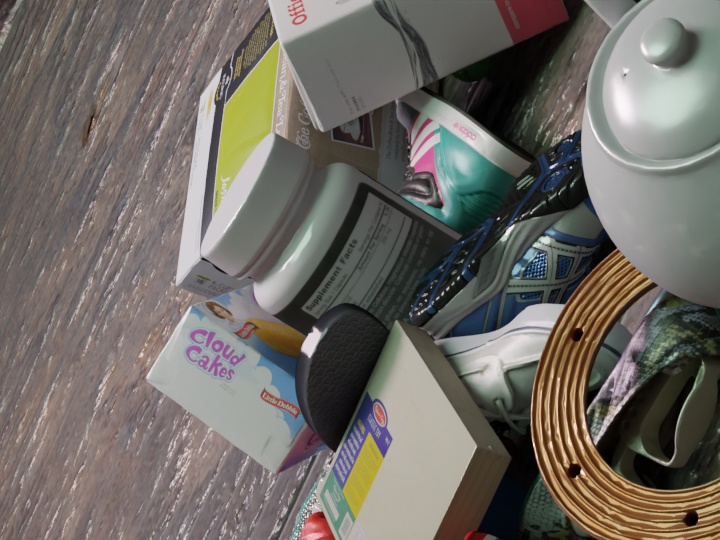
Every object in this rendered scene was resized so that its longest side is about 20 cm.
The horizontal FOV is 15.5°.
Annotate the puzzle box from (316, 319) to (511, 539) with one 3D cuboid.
[{"bbox_3d":[0.029,0.126,1.607,0.134,0.025,0.200,-66,20,15],"label":"puzzle box"}]

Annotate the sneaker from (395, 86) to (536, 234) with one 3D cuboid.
[{"bbox_3d":[0.051,-0.059,1.902,0.121,0.083,0.200,-58,22,4],"label":"sneaker"}]

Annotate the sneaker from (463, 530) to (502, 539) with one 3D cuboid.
[{"bbox_3d":[0.100,0.210,1.454,0.079,0.115,0.200,-67,19,10],"label":"sneaker"}]

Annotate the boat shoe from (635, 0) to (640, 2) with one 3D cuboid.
[{"bbox_3d":[0.183,-0.234,1.712,0.084,0.068,0.201,-54,25,36],"label":"boat shoe"}]

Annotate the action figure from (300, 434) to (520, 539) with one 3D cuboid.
[{"bbox_3d":[0.035,0.182,1.748,0.199,0.099,0.066,-26,40,31],"label":"action figure"}]

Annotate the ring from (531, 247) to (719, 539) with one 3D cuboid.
[{"bbox_3d":[0.181,0.060,1.420,0.199,0.019,0.202,-18,55,28],"label":"ring"}]

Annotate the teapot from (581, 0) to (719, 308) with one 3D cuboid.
[{"bbox_3d":[0.188,-0.088,1.388,0.199,0.146,0.199,-9,57,36],"label":"teapot"}]

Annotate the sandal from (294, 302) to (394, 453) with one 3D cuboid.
[{"bbox_3d":[0.000,0.093,1.738,0.076,0.201,0.043,-36,49,-11],"label":"sandal"}]

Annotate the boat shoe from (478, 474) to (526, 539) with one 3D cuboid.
[{"bbox_3d":[0.069,0.211,1.590,0.201,0.084,0.069,-86,22,-43],"label":"boat shoe"}]

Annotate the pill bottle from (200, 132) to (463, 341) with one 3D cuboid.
[{"bbox_3d":[0.000,0.000,1.769,0.114,0.199,0.114,-55,12,18],"label":"pill bottle"}]

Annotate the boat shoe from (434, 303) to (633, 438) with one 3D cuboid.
[{"bbox_3d":[0.092,0.074,1.634,0.199,0.071,0.070,-15,45,51],"label":"boat shoe"}]

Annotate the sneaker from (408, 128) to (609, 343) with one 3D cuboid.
[{"bbox_3d":[0.123,-0.018,1.689,0.200,0.077,0.076,-43,17,17],"label":"sneaker"}]

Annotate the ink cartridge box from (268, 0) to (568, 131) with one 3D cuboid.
[{"bbox_3d":[0.035,-0.200,1.912,0.199,0.083,0.147,-24,30,4],"label":"ink cartridge box"}]

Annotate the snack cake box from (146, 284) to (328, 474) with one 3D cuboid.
[{"bbox_3d":[-0.051,0.068,1.848,0.067,0.115,0.200,-58,-13,17],"label":"snack cake box"}]

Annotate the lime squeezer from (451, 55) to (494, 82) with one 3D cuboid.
[{"bbox_3d":[0.082,-0.180,1.990,0.071,0.038,0.200,-67,19,6],"label":"lime squeezer"}]

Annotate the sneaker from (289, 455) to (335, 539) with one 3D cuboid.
[{"bbox_3d":[-0.021,0.201,1.873,0.201,0.077,0.091,-60,5,16],"label":"sneaker"}]

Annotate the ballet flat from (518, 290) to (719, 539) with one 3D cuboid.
[{"bbox_3d":[0.154,0.102,1.501,0.201,0.072,0.072,-61,22,25],"label":"ballet flat"}]

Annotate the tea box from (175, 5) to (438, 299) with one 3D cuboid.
[{"bbox_3d":[-0.040,-0.094,2.085,0.197,0.133,0.201,-47,30,48],"label":"tea box"}]
